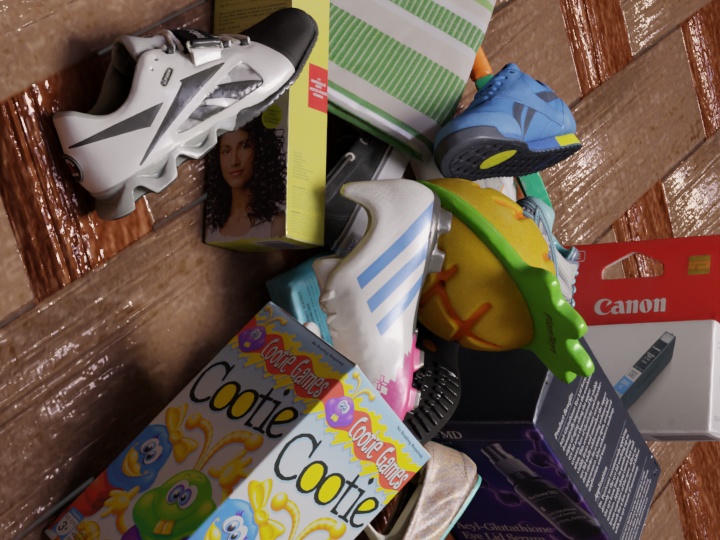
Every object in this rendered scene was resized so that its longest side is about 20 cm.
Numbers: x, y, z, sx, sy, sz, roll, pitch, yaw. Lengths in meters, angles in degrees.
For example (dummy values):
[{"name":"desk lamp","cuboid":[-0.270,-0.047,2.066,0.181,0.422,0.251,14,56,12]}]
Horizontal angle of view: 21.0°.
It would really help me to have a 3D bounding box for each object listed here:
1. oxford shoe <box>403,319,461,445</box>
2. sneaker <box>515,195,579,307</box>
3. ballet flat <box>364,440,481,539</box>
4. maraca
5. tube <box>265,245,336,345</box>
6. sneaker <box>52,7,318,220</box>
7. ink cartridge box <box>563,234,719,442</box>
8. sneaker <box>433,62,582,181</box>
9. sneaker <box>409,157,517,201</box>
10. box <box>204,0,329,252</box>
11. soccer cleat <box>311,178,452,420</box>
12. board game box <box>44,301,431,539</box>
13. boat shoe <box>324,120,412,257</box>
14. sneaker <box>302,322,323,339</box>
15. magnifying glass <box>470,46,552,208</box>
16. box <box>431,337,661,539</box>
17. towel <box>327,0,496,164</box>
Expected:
[{"name":"oxford shoe","cuboid":[0.029,0.086,1.437,0.073,0.084,0.200,37,34,-7]},{"name":"sneaker","cuboid":[0.148,0.022,1.548,0.086,0.077,0.200,-50,144,-22]},{"name":"ballet flat","cuboid":[0.016,0.211,1.435,0.067,0.068,0.200,37,64,-14]},{"name":"maraca","cuboid":[0.093,0.007,1.389,0.107,0.200,0.137,-40,142,-16]},{"name":"tube","cuboid":[0.000,0.000,1.452,0.200,0.050,0.078,-39,112,-47]},{"name":"sneaker","cuboid":[-0.111,-0.126,1.242,0.200,0.074,0.089,-43,113,-27]},{"name":"ink cartridge box","cuboid":[0.216,0.054,1.627,0.045,0.199,0.177,23,68,-51]},{"name":"sneaker","cuboid":[0.100,-0.114,1.461,0.200,0.066,0.079,-10,75,-61]},{"name":"sneaker","cuboid":[0.088,-0.028,1.563,0.200,0.075,0.092,56,49,-35]},{"name":"box","cuboid":[-0.063,-0.116,1.343,0.050,0.075,0.201,14,74,-55]},{"name":"soccer cleat","cuboid":[0.003,0.035,1.323,0.070,0.086,0.201,163,-62,-81]},{"name":"board game box","cuboid":[-0.074,0.138,1.195,0.200,0.103,0.105,-46,130,-9]},{"name":"boat shoe","cuboid":[0.006,-0.088,1.453,0.056,0.069,0.200,29,42,-4]},{"name":"sneaker","cuboid":[-0.045,0.116,1.351,0.078,0.077,0.200,-103,178,-49]},{"name":"magnifying glass","cuboid":[0.108,-0.137,1.587,0.080,0.022,0.201,31,37,-84]},{"name":"box","cuboid":[0.127,0.138,1.534,0.200,0.148,0.105,54,46,-36]},{"name":"towel","cuboid":[0.020,-0.190,1.454,0.152,0.023,0.201,28,57,-13]}]
